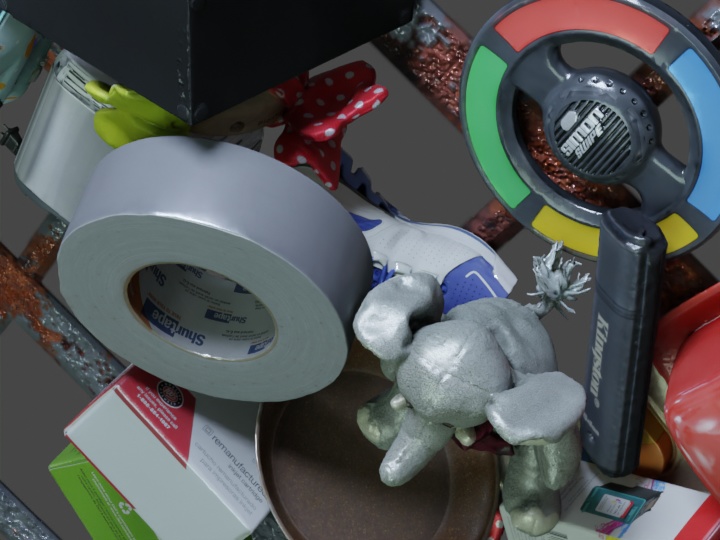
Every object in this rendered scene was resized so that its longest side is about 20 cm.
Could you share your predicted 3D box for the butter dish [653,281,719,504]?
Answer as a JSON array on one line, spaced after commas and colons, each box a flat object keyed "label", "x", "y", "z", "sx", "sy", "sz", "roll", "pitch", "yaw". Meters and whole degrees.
[{"label": "butter dish", "x": 0.278, "y": 0.104, "z": 1.164, "sx": 0.200, "sy": 0.148, "sz": 0.200, "roll": 51, "pitch": 134, "yaw": -6}]

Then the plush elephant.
[{"label": "plush elephant", "x": 0.066, "y": 0.080, "z": 1.203, "sx": 0.164, "sy": 0.155, "sz": 0.201, "roll": 35, "pitch": 116, "yaw": 22}]

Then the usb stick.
[{"label": "usb stick", "x": 0.171, "y": 0.050, "z": 1.221, "sx": 0.055, "sy": 0.032, "sz": 0.201, "roll": 45, "pitch": 144, "yaw": 44}]

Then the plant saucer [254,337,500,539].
[{"label": "plant saucer", "x": 0.008, "y": 0.140, "z": 1.338, "sx": 0.201, "sy": 0.200, "sz": 0.037, "roll": 48, "pitch": 144, "yaw": -4}]

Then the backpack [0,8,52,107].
[{"label": "backpack", "x": -0.281, "y": -0.223, "z": 1.295, "sx": 0.175, "sy": 0.153, "sz": 0.201, "roll": 31, "pitch": 96, "yaw": 15}]

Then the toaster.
[{"label": "toaster", "x": -0.164, "y": -0.093, "z": 1.347, "sx": 0.199, "sy": 0.114, "sz": 0.130, "roll": 35, "pitch": 129, "yaw": 9}]

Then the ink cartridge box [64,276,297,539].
[{"label": "ink cartridge box", "x": -0.100, "y": 0.102, "z": 1.380, "sx": 0.144, "sy": 0.200, "sz": 0.084, "roll": 47, "pitch": 130, "yaw": -4}]

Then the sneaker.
[{"label": "sneaker", "x": -0.001, "y": 0.000, "z": 1.298, "sx": 0.199, "sy": 0.115, "sz": 0.081, "roll": 34, "pitch": 134, "yaw": 8}]

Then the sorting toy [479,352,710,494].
[{"label": "sorting toy", "x": 0.202, "y": 0.166, "z": 1.334, "sx": 0.185, "sy": 0.036, "sz": 0.200, "roll": 51, "pitch": 133, "yaw": -6}]

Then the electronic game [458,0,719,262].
[{"label": "electronic game", "x": 0.154, "y": -0.091, "z": 1.183, "sx": 0.199, "sy": 0.042, "sz": 0.201, "roll": 18, "pitch": 129, "yaw": 23}]

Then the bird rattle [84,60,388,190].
[{"label": "bird rattle", "x": -0.089, "y": -0.136, "z": 1.237, "sx": 0.113, "sy": 0.199, "sz": 0.164, "roll": 101, "pitch": 153, "yaw": -59}]

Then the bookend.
[{"label": "bookend", "x": -0.102, "y": -0.205, "z": 1.194, "sx": 0.200, "sy": 0.198, "sz": 0.093, "roll": 31, "pitch": 135, "yaw": 32}]

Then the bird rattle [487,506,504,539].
[{"label": "bird rattle", "x": 0.098, "y": 0.261, "z": 1.443, "sx": 0.162, "sy": 0.113, "sz": 0.201, "roll": 18, "pitch": 120, "yaw": 5}]

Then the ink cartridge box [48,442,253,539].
[{"label": "ink cartridge box", "x": -0.140, "y": 0.191, "z": 1.503, "sx": 0.075, "sy": 0.148, "sz": 0.201, "roll": -17, "pitch": 111, "yaw": 39}]

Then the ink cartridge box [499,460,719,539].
[{"label": "ink cartridge box", "x": 0.203, "y": 0.209, "z": 1.280, "sx": 0.199, "sy": 0.067, "sz": 0.117, "roll": 12, "pitch": 131, "yaw": 40}]

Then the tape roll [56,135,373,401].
[{"label": "tape roll", "x": -0.094, "y": 0.003, "z": 1.206, "sx": 0.199, "sy": 0.066, "sz": 0.201, "roll": 12, "pitch": 145, "yaw": 8}]
